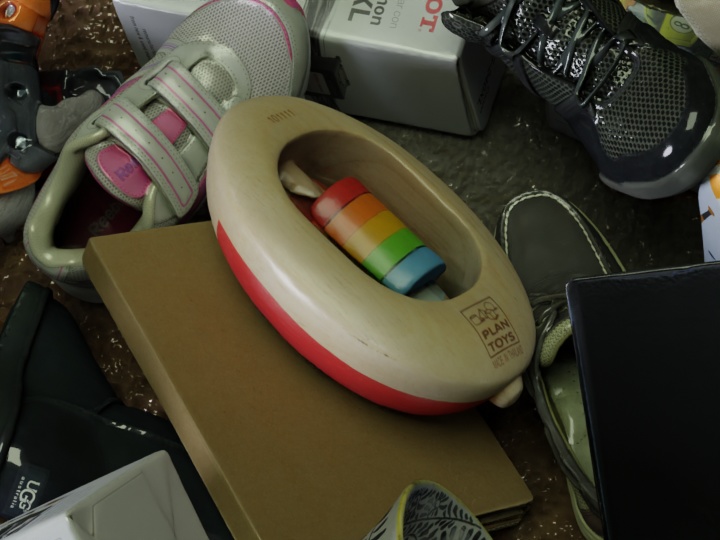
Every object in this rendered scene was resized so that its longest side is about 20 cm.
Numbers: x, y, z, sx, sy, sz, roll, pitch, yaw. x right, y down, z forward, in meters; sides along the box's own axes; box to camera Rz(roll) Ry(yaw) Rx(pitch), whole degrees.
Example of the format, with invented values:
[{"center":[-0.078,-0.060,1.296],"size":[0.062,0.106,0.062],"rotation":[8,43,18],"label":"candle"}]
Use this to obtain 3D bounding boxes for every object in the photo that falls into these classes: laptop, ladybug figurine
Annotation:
[{"center":[0.212,0.067,0.958],"size":[0.199,0.189,0.115],"rotation":[-22,19,-39],"label":"laptop"},{"center":[0.000,0.000,1.040],"size":[0.200,0.072,0.135],"rotation":[46,40,18],"label":"ladybug figurine"}]

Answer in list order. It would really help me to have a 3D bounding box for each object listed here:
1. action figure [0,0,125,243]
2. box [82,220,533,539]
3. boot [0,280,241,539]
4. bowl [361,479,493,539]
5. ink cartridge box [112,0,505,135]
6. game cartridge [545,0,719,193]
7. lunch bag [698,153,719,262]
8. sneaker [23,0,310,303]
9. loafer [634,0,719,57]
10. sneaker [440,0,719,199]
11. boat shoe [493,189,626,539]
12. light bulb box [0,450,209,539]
[{"center":[-0.224,-0.107,1.150],"size":[0.198,0.105,0.195],"rotation":[-11,92,12],"label":"action figure"},{"center":[-0.027,0.053,1.043],"size":[0.163,0.021,0.201],"rotation":[-9,55,-38],"label":"box"},{"center":[-0.112,0.091,1.055],"size":[0.167,0.200,0.077],"rotation":[24,107,-11],"label":"boot"},{"center":[0.026,0.201,0.930],"size":[0.094,0.201,0.202],"rotation":[-25,61,15],"label":"bowl"},{"center":[-0.014,-0.168,1.168],"size":[0.198,0.084,0.146],"rotation":[11,66,15],"label":"ink cartridge box"},{"center":[0.187,-0.144,1.151],"size":[0.132,0.041,0.201],"rotation":[23,70,24],"label":"game cartridge"},{"center":[0.250,-0.042,1.017],"size":[0.199,0.161,0.076],"rotation":[-33,61,-8],"label":"lunch bag"},{"center":[-0.099,-0.061,1.089],"size":[0.081,0.088,0.200],"rotation":[38,100,3],"label":"sneaker"},{"center":[0.189,-0.124,0.983],"size":[0.068,0.075,0.200],"rotation":[-53,32,3],"label":"loafer"},{"center":[0.100,-0.106,1.023],"size":[0.076,0.114,0.200],"rotation":[-52,32,15],"label":"sneaker"},{"center":[0.112,0.040,1.053],"size":[0.071,0.066,0.202],"rotation":[-15,62,2],"label":"boat shoe"},{"center":[-0.142,0.214,0.908],"size":[0.199,0.125,0.199],"rotation":[-25,90,16],"label":"light bulb box"}]
